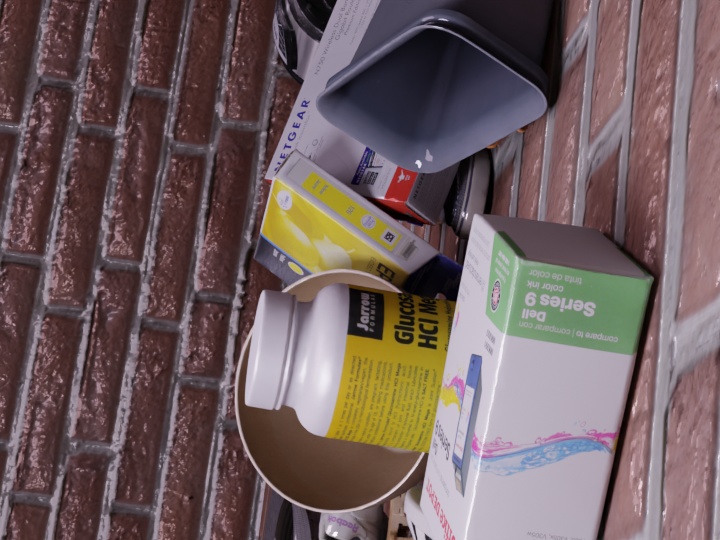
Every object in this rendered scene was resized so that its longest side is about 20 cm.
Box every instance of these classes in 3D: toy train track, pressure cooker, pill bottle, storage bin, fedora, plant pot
[{"bbox_3d":[0.039,0.257,1.522,0.201,0.032,0.116,96,179,-58],"label":"toy train track"},{"bbox_3d":[-0.028,-0.334,2.254,0.176,0.178,0.200,-50,-5,-21],"label":"pressure cooker"},{"bbox_3d":[0.019,0.072,1.212,0.112,0.197,0.114,-171,90,-83],"label":"pill bottle"},{"bbox_3d":[0.079,-0.181,1.318,0.199,0.145,0.136,-25,39,57],"label":"storage bin"},{"bbox_3d":[-0.053,0.333,1.919,0.200,0.089,0.179,-124,42,-71],"label":"fedora"},{"bbox_3d":[0.010,0.107,1.424,0.134,0.198,0.203,13,-95,-59],"label":"plant pot"}]

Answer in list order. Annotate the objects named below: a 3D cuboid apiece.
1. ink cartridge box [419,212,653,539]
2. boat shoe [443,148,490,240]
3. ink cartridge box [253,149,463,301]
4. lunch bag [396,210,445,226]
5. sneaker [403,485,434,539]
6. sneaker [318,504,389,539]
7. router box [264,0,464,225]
[{"bbox_3d":[0.101,0.080,0.998,0.145,0.086,0.203,-113,31,-76],"label":"ink cartridge box"},{"bbox_3d":[0.064,-0.102,1.504,0.201,0.092,0.075,-90,12,-55],"label":"boat shoe"},{"bbox_3d":[0.000,0.000,1.479,0.047,0.199,0.198,-50,-7,-23],"label":"ink cartridge box"},{"bbox_3d":[0.059,-0.138,1.690,0.201,0.075,0.162,-93,12,-65],"label":"lunch bag"},{"bbox_3d":[0.063,0.227,1.172,0.200,0.072,0.113,-137,57,-80],"label":"sneaker"},{"bbox_3d":[-0.014,0.257,1.595,0.201,0.074,0.100,85,-155,-58],"label":"sneaker"},{"bbox_3d":[0.024,-0.150,1.476,0.178,0.049,0.202,11,75,42],"label":"router box"}]
